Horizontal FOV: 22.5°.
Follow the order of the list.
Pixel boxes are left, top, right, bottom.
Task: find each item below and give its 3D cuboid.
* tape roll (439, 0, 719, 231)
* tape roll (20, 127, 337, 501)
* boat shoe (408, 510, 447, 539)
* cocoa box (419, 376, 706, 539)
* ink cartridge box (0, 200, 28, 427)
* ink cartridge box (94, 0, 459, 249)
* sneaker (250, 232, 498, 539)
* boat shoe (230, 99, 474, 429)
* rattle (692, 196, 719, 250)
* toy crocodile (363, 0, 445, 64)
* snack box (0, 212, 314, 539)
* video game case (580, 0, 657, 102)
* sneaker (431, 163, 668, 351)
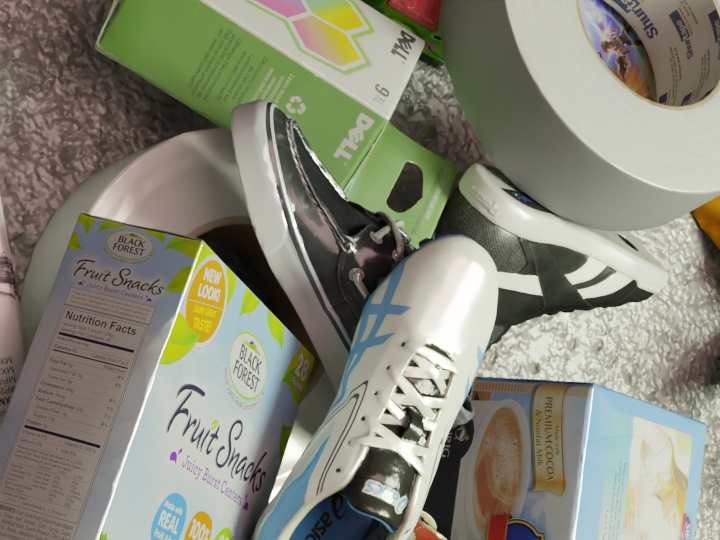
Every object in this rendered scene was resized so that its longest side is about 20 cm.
[{"bbox_3d":[0.144,-0.125,1.004,0.199,0.066,0.202,12,65,-27],"label":"tape roll"},{"bbox_3d":[-0.074,0.029,0.952,0.201,0.071,0.204,3,83,-29],"label":"tape roll"},{"bbox_3d":[0.005,0.148,0.917,0.071,0.199,0.063,22,64,-47],"label":"boat shoe"},{"bbox_3d":[0.093,0.165,0.974,0.133,0.131,0.201,20,75,-49],"label":"cocoa box"},{"bbox_3d":[-0.219,0.001,0.833,0.084,0.145,0.202,-10,90,-27],"label":"ink cartridge box"},{"bbox_3d":[-0.027,-0.103,0.940,0.199,0.059,0.104,32,31,-5],"label":"ink cartridge box"},{"bbox_3d":[0.014,0.078,0.841,0.072,0.072,0.201,29,87,-26],"label":"sneaker"},{"bbox_3d":[0.000,0.000,0.891,0.067,0.072,0.201,-19,110,13],"label":"boat shoe"},{"bbox_3d":[0.245,0.024,1.074,0.200,0.130,0.143,-52,123,-45],"label":"rattle"},{"bbox_3d":[-0.001,-0.172,1.016,0.199,0.062,0.068,31,72,-23],"label":"toy crocodile"},{"bbox_3d":[-0.099,0.099,0.802,0.169,0.067,0.201,50,54,-65],"label":"snack box"},{"bbox_3d":[0.183,-0.175,1.114,0.180,0.045,0.201,-10,82,-30],"label":"video game case"},{"bbox_3d":[0.092,0.009,1.053,0.199,0.073,0.112,18,114,-50],"label":"sneaker"}]
